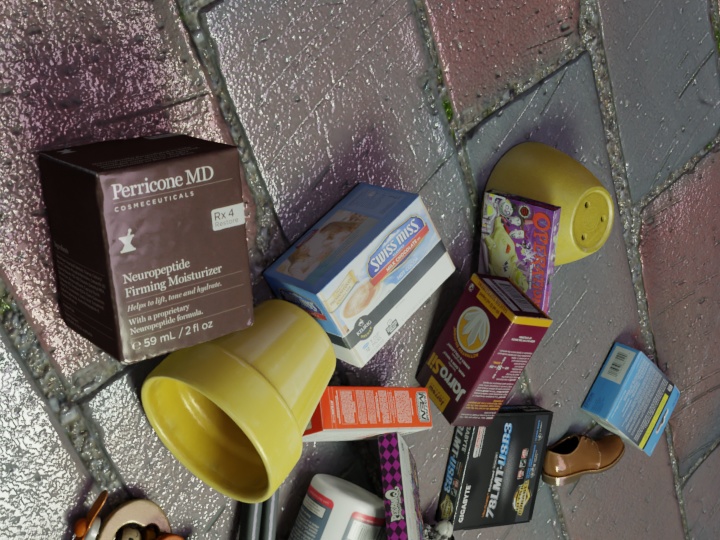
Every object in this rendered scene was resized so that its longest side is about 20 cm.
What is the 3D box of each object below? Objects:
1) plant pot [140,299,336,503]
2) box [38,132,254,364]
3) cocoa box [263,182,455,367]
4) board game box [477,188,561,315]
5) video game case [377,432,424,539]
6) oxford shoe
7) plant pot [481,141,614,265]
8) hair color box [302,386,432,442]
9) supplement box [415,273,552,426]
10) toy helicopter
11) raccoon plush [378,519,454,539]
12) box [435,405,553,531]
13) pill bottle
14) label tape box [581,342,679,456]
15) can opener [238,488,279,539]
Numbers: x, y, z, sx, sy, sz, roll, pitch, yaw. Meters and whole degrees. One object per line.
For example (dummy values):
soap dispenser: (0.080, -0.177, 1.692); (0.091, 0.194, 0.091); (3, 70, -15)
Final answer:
plant pot: (-0.132, 0.143, 1.144); (0.189, 0.199, 0.202); (-48, 129, -38)
box: (-0.230, -0.032, 1.018); (0.164, 0.163, 0.203); (-16, 112, -35)
cocoa box: (0.000, 0.000, 1.235); (0.200, 0.133, 0.132); (-44, 125, -22)
board game box: (0.234, -0.013, 1.415); (0.032, 0.119, 0.203); (-30, 129, -50)
video game case: (0.063, 0.353, 1.331); (0.182, 0.035, 0.202); (65, 18, -63)
oxford shoe: (0.411, 0.327, 1.707); (0.198, 0.071, 0.072); (-12, 105, -35)
plant pot: (0.306, -0.090, 1.454); (0.198, 0.141, 0.203); (-12, 110, -36)
hair color box: (-0.006, 0.199, 1.301); (0.198, 0.101, 0.062); (8, 68, -41)
supplement box: (0.179, 0.119, 1.390); (0.085, 0.110, 0.202); (8, 119, -38)
toy helicopter: (-0.312, 0.355, 1.116); (0.200, 0.079, 0.133); (-46, 110, -29)
raccoon plush: (0.064, 0.457, 1.475); (0.199, 0.097, 0.134); (-33, 142, 8)
box: (0.227, 0.327, 1.571); (0.197, 0.049, 0.203); (7, 98, -41)
pill bottle: (-0.049, 0.402, 1.319); (0.119, 0.119, 0.202); (25, 86, -40)
label tape box: (0.515, 0.245, 1.771); (0.200, 0.066, 0.144); (37, 79, -42)
can opener: (-0.133, 0.375, 1.261); (0.052, 0.066, 0.203); (9, 80, -41)
